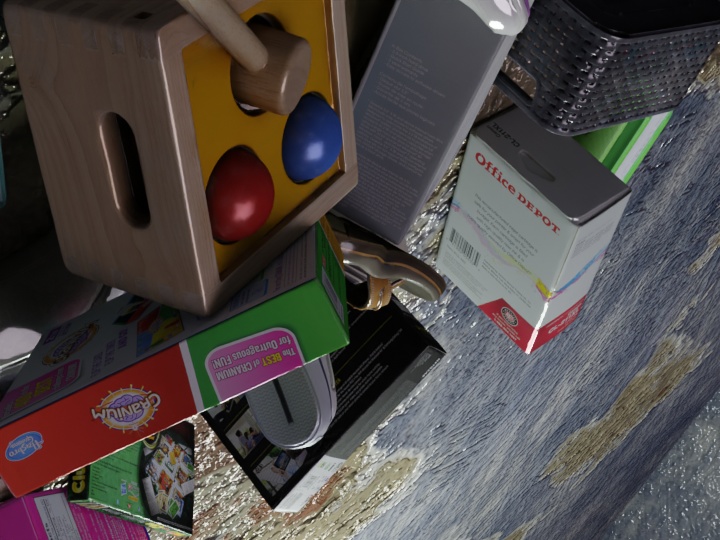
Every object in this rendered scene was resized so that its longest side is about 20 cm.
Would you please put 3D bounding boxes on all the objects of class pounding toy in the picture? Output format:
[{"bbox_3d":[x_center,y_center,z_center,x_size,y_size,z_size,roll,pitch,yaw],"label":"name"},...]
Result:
[{"bbox_3d":[-0.077,-0.096,0.583,0.184,0.141,0.202,-45,141,-44],"label":"pounding toy"}]

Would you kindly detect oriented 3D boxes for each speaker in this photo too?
[{"bbox_3d":[0.254,-0.146,1.156,0.088,0.089,0.201,-13,141,-46],"label":"speaker"}]

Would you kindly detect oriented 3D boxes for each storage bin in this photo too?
[{"bbox_3d":[0.191,-0.198,0.927,0.199,0.135,0.094,-18,145,-42],"label":"storage bin"}]

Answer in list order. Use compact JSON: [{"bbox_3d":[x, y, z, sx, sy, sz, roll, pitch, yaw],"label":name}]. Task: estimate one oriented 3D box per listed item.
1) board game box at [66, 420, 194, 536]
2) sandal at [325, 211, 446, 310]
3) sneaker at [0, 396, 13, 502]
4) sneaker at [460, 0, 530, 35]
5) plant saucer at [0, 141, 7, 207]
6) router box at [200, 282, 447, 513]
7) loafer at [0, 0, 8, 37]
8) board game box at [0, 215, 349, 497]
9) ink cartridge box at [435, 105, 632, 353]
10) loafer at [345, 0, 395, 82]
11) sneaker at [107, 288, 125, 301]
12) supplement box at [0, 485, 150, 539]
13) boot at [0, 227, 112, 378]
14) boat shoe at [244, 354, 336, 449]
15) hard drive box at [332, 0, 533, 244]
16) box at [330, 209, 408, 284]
[{"bbox_3d":[-0.190,0.161,0.970,0.023,0.106,0.200,-5,158,15],"label":"board game box"},{"bbox_3d":[0.000,0.000,0.811,0.055,0.081,0.200,-61,159,4],"label":"sandal"},{"bbox_3d":[-0.292,0.132,0.804,0.199,0.070,0.076,-30,150,-28],"label":"sneaker"},{"bbox_3d":[0.013,-0.200,0.656,0.100,0.200,0.075,-44,-165,17],"label":"sneaker"},{"bbox_3d":[-0.228,-0.094,0.616,0.070,0.019,0.201,-28,149,-30],"label":"plant saucer"},{"bbox_3d":[-0.043,0.090,1.009,0.200,0.149,0.051,-46,154,7],"label":"router box"},{"bbox_3d":[-0.140,-0.106,0.670,0.063,0.072,0.200,-46,153,-9],"label":"loafer"},{"bbox_3d":[-0.105,0.038,0.652,0.198,0.041,0.153,-25,-162,7],"label":"board game box"},{"bbox_3d":[0.164,-0.040,1.115,0.082,0.146,0.201,-29,151,-28],"label":"ink cartridge box"},{"bbox_3d":[-0.033,-0.130,0.785,0.200,0.067,0.076,-49,154,11],"label":"loafer"},{"bbox_3d":[-0.122,0.026,0.882,0.199,0.077,0.076,3,131,-55],"label":"sneaker"},{"bbox_3d":[-0.249,0.234,0.906,0.100,0.104,0.200,-25,169,7],"label":"supplement box"},{"bbox_3d":[-0.249,0.020,0.705,0.200,0.068,0.131,-41,151,-6],"label":"boot"},{"bbox_3d":[-0.067,0.020,0.765,0.073,0.202,0.067,-14,-179,15],"label":"boat shoe"},{"bbox_3d":[0.056,-0.145,0.812,0.201,0.076,0.156,-63,176,36],"label":"hard drive box"},{"bbox_3d":[-0.052,-0.016,0.879,0.068,0.083,0.199,-12,-175,42],"label":"box"}]
